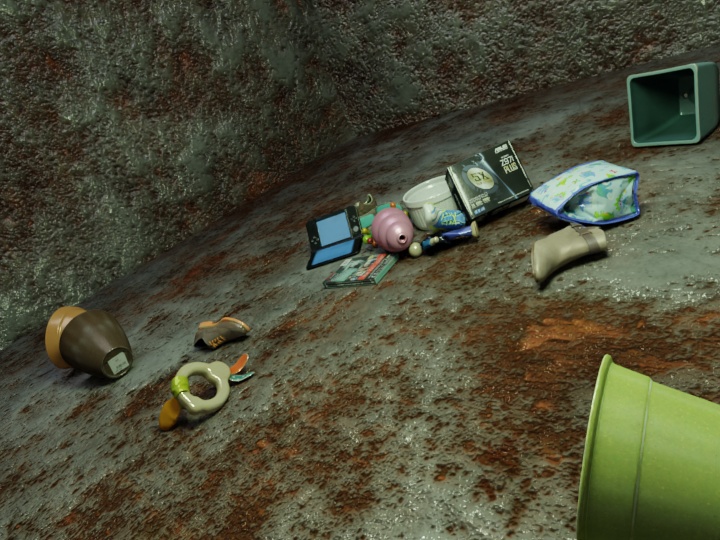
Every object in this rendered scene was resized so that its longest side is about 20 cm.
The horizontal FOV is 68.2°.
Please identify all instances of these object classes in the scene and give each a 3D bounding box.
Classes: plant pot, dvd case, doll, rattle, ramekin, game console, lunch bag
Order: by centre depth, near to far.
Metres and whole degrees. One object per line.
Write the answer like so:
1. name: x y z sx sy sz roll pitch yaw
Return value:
1. plant pot: 0.326 0.204 0.520 0.185 0.205 0.200 8 34 31
2. rattle: -0.346 0.282 1.219 0.128 0.147 0.199 25 24 20
3. lunch bag: 0.516 -0.171 1.243 0.194 0.131 0.171 -11 19 -1
4. doll: 0.221 -0.084 1.450 0.195 0.050 0.136 -18 2 21
5. plant pot: 0.901 -0.477 1.498 0.196 0.202 0.194 -22 18 -27
6. dvd case: 0.000 0.000 1.533 0.196 0.022 0.146 -5 28 37
7. plant pot: -0.765 0.239 1.588 0.197 0.191 0.186 19 43 39
8. ramekin: 0.238 -0.209 1.661 0.195 0.107 0.201 -20 21 8
9. plant pot: -0.913 0.220 1.761 0.135 0.206 0.201 -2 24 6
10. game console: -0.096 -0.112 1.776 0.195 0.181 0.116 -16 -7 16

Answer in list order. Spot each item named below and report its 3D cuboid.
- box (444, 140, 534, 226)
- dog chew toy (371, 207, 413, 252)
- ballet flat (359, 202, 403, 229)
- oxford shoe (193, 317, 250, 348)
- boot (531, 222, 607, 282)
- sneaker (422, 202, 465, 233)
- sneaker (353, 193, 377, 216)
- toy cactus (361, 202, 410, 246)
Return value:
1. box: 0.362 -0.244 1.506 0.195 0.168 0.086 -23 -13 -1
2. dog chew toy: 0.098 -0.111 1.531 0.122 0.127 0.200 -23 16 -2
3. ballet flat: 0.059 -0.189 1.868 0.195 0.070 0.075 -22 5 10
4. oxford shoe: -0.382 0.182 1.463 0.196 0.072 0.074 -14 42 36
5. boot: 0.438 -0.043 1.111 0.142 0.072 0.201 -10 25 27
6. sneaker: 0.234 -0.151 1.472 0.102 0.078 0.199 -13 -8 15
7. sneaker: -0.015 -0.212 1.972 0.069 0.077 0.199 2 32 48
8. toy cactus: 0.068 -0.141 1.718 0.199 0.103 0.164 -42 17 -22
